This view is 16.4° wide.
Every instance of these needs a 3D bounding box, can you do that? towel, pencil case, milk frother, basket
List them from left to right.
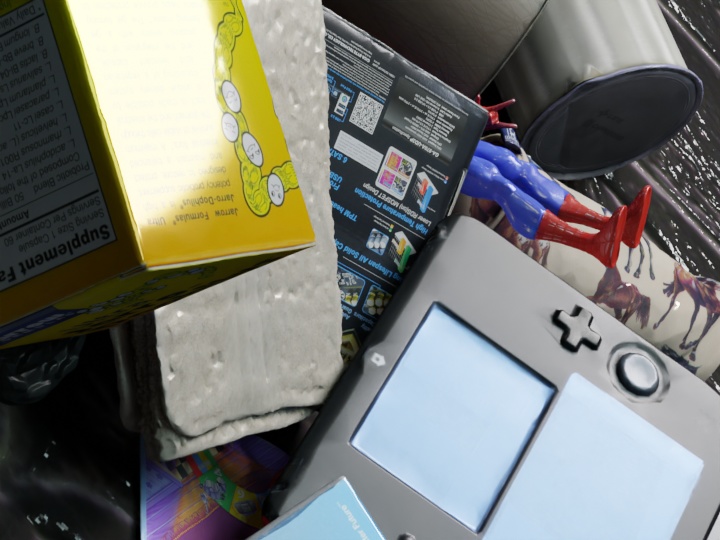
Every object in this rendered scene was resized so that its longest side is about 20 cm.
[{"bbox_3d":[-0.057,-0.028,1.036,0.132,0.034,0.202,-11,101,-55],"label":"towel"},{"bbox_3d":[-0.001,-0.192,1.344,0.200,0.136,0.181,37,72,-14],"label":"basket"},{"bbox_3d":[0.122,-0.002,1.376,0.199,0.078,0.090,33,50,-32],"label":"pencil case"},{"bbox_3d":[0.167,-0.179,1.506,0.180,0.200,0.189,16,46,-52],"label":"milk frother"}]

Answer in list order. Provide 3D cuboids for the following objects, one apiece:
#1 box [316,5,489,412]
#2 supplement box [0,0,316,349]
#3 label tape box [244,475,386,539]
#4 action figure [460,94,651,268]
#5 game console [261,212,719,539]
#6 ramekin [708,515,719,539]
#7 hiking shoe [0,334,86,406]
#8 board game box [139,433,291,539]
[{"bbox_3d":[-0.050,-0.043,1.108,0.199,0.046,0.160,28,78,-33],"label":"box"},{"bbox_3d":[-0.113,-0.083,0.921,0.109,0.108,0.201,-9,81,-56],"label":"supplement box"},{"bbox_3d":[-0.049,0.191,0.924,0.199,0.066,0.144,-32,86,-29],"label":"label tape box"},{"bbox_3d":[0.049,-0.059,1.277,0.199,0.052,0.065,19,28,19],"label":"action figure"},{"bbox_3d":[0.069,0.088,1.087,0.177,0.031,0.200,38,51,-6],"label":"game console"},{"bbox_3d":[0.115,0.149,1.190,0.202,0.094,0.203,35,36,-30],"label":"ramekin"},{"bbox_3d":[-0.161,-0.040,1.012,0.074,0.086,0.202,4,72,-52],"label":"hiking shoe"},{"bbox_3d":[-0.022,0.143,1.054,0.158,0.039,0.201,32,37,-33],"label":"board game box"}]
